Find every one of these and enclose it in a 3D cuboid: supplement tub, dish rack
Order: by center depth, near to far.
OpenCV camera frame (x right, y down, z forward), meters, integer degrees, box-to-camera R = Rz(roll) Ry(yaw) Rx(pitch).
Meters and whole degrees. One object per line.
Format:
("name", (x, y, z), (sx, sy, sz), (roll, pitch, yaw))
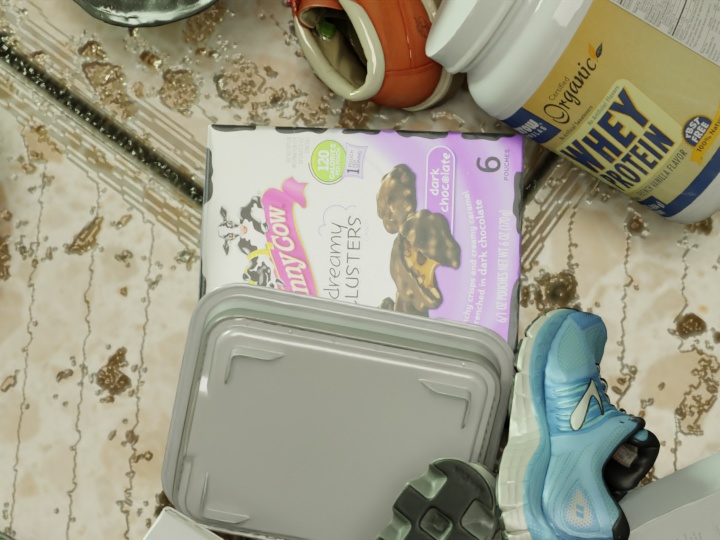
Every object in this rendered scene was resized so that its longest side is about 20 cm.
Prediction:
("dish rack", (-0.015, 0.102, 1.682), (0.199, 0.044, 0.173), (11, 119, -3))
("supplement tub", (0.154, -0.133, 1.699), (0.199, 0.144, 0.145), (29, 82, -10))

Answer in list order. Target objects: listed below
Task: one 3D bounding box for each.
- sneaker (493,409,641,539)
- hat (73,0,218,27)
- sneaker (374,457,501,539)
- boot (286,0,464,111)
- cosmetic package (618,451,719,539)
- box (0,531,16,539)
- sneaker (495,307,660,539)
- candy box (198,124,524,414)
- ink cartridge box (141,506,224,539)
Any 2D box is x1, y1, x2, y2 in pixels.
("sneaker", (0.113, 0.170, 1.696), (0.070, 0.080, 0.201), (15, 77, 31))
("hat", (-0.102, -0.234, 1.762), (0.199, 0.081, 0.202), (-10, 68, 26))
("sneaker", (0.021, 0.198, 1.648), (0.074, 0.088, 0.200), (43, 98, 15))
("boot", (-0.013, -0.192, 1.742), (0.075, 0.107, 0.201), (-33, 78, 33))
("cosmetic package", (0.206, 0.220, 1.667), (0.150, 0.052, 0.201), (-24, 110, -5))
("box", (-0.235, 0.259, 1.669), (0.036, 0.144, 0.201), (33, 80, -33))
("sneaker", (0.134, 0.102, 1.652), (0.089, 0.079, 0.201), (-1, 42, 11))
("candy box", (0.000, 0.000, 1.736), (0.198, 0.072, 0.169), (2, 82, 1))
("ink cartridge box", (-0.117, 0.241, 1.620), (0.084, 0.200, 0.145), (31, 69, 10))
